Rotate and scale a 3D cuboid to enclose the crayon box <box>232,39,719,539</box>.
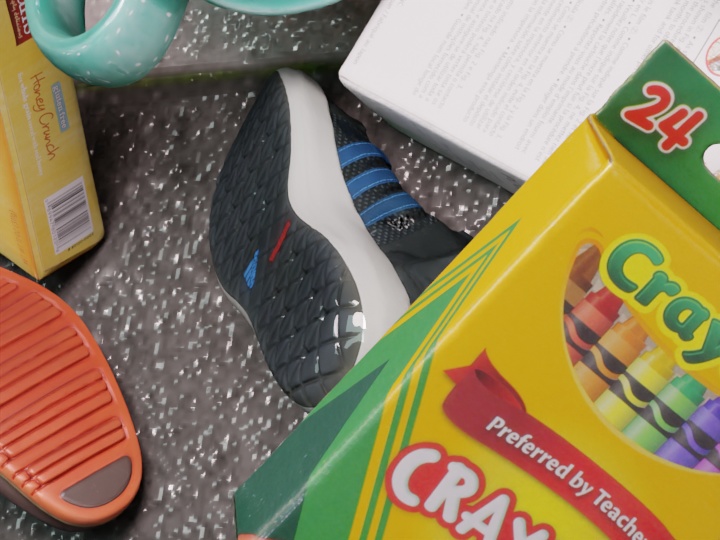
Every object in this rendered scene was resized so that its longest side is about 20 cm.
[{"bbox_3d":[0.071,0.045,0.841,0.200,0.127,0.051,-48,16,13],"label":"crayon box"}]

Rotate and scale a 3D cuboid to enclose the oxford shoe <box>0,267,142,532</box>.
[{"bbox_3d":[-0.155,0.038,1.050,0.200,0.071,0.073,44,140,27],"label":"oxford shoe"}]

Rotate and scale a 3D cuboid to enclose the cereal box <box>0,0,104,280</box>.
[{"bbox_3d":[-0.183,-0.099,1.068,0.039,0.144,0.200,-35,46,-28],"label":"cereal box"}]

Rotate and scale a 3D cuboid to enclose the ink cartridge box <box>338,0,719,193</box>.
[{"bbox_3d":[0.108,-0.089,0.936,0.200,0.050,0.161,30,88,33],"label":"ink cartridge box"}]

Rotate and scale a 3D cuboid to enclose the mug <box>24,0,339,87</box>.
[{"bbox_3d":[-0.056,-0.171,0.946,0.185,0.153,0.114,-31,42,-20],"label":"mug"}]

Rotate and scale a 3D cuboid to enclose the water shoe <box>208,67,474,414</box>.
[{"bbox_3d":[0.000,0.000,0.956,0.072,0.079,0.200,-60,24,23],"label":"water shoe"}]
